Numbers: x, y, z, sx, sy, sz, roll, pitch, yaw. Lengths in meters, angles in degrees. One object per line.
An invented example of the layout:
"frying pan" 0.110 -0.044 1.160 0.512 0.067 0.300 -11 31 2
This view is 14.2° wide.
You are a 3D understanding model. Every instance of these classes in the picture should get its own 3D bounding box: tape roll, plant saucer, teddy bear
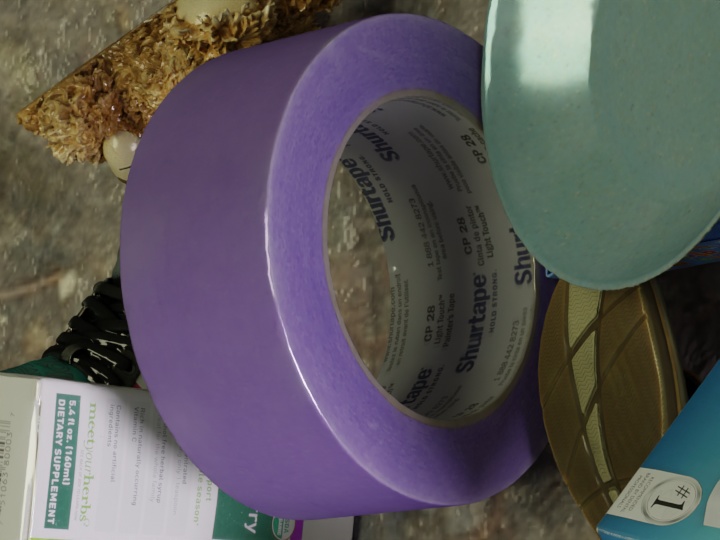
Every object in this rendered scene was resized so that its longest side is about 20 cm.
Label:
"tape roll" 0.000 0.000 1.184 0.085 0.199 0.201 -11 76 41
"plant saucer" 0.116 -0.090 1.117 0.201 0.039 0.202 -20 67 57
"teddy bear" -0.078 -0.090 1.321 0.200 0.145 0.067 -31 96 36

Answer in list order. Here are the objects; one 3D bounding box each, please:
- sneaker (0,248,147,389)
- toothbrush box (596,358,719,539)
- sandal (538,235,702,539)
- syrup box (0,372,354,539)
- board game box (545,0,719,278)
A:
"sneaker" -0.129 0.046 1.347 0.083 0.120 0.201 6 86 42
"toothbrush box" 0.209 0.085 1.011 0.199 0.085 0.147 8 48 43
"sandal" 0.127 0.083 1.156 0.080 0.054 0.201 -28 80 51
"syrup box" -0.093 0.091 1.253 0.081 0.199 0.079 3 85 44
"board game box" 0.143 -0.081 1.142 0.200 0.036 0.152 -11 75 57
